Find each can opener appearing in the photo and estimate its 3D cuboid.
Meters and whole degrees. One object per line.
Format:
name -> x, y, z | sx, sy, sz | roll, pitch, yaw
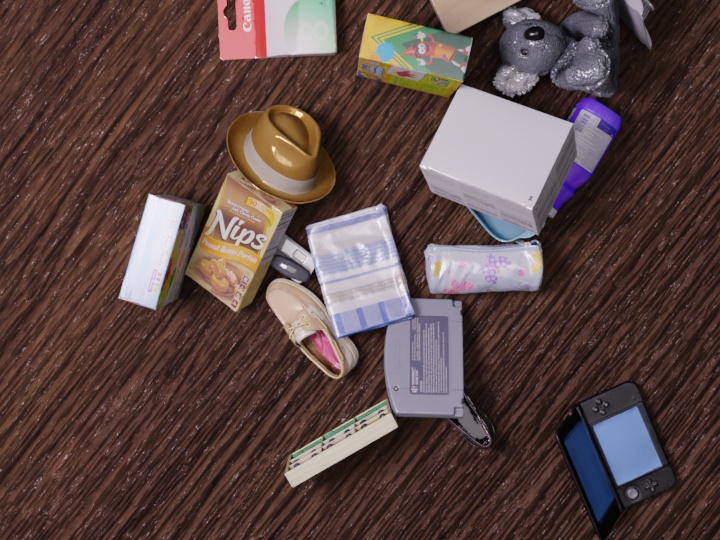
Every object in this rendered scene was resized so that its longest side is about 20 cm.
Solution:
can opener -> -0.160, -0.052, 1.758 | 0.199, 0.067, 0.054 | 38, 94, -3

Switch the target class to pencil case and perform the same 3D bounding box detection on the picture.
pencil case -> 0.205, -0.006, 1.754 | 0.197, 0.091, 0.084 | -3, 54, 1

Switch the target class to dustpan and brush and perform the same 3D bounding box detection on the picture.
dustpan and brush -> 0.428, -0.468, 1.731 | 0.057, 0.139, 0.201 | -39, 67, 9

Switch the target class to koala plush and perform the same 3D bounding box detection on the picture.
koala plush -> 0.316, -0.358, 1.718 | 0.197, 0.184, 0.180 | 2, 82, 19

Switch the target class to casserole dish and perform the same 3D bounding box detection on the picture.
casserole dish -> 0.232, -0.129, 1.743 | 0.121, 0.039, 0.201 | -38, 65, 2

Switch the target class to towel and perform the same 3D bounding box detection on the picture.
towel -> 0.000, 0.000, 1.758 | 0.145, 0.024, 0.202 | -14, 81, -7

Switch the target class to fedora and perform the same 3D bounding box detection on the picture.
fedora -> -0.116, -0.201, 1.692 | 0.199, 0.201, 0.082 | 30, 134, -3

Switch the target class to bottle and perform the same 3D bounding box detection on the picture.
bottle -> 0.352, -0.184, 1.758 | 0.083, 0.065, 0.201 | 30, 93, -5

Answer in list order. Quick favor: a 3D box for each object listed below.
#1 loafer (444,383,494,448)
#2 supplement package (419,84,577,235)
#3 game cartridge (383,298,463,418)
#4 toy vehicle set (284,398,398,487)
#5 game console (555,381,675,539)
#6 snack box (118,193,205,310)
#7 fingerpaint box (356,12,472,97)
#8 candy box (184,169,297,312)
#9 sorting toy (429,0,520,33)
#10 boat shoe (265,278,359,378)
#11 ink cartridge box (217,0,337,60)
loafer -> 0.157, 0.220, 1.780 | 0.072, 0.063, 0.200 | -42, 93, 1
supplement package -> 0.222, -0.177, 1.682 | 0.198, 0.111, 0.157 | 24, 79, 21
game cartridge -> 0.105, 0.145, 1.753 | 0.131, 0.041, 0.202 | 4, 67, -5
toy vehicle set -> -0.031, 0.283, 1.751 | 0.199, 0.124, 0.027 | -30, 94, 1
game console -> 0.428, 0.314, 1.763 | 0.174, 0.116, 0.202 | -24, 94, 1
snack box -> -0.313, -0.034, 1.691 | 0.067, 0.200, 0.171 | 17, 94, -2
fingerpaint box -> 0.081, -0.340, 1.679 | 0.165, 0.200, 0.074 | 13, 92, -1
candy box -> -0.196, -0.049, 1.716 | 0.115, 0.055, 0.201 | 34, 117, 13
sorting toy -> 0.186, -0.514, 1.735 | 0.198, 0.070, 0.200 | -27, 94, 0
boat shoe -> -0.085, 0.098, 1.758 | 0.200, 0.069, 0.074 | 44, 119, -3
ink cartridge box -> -0.139, -0.435, 1.747 | 0.197, 0.050, 0.163 | -3, 93, -3
